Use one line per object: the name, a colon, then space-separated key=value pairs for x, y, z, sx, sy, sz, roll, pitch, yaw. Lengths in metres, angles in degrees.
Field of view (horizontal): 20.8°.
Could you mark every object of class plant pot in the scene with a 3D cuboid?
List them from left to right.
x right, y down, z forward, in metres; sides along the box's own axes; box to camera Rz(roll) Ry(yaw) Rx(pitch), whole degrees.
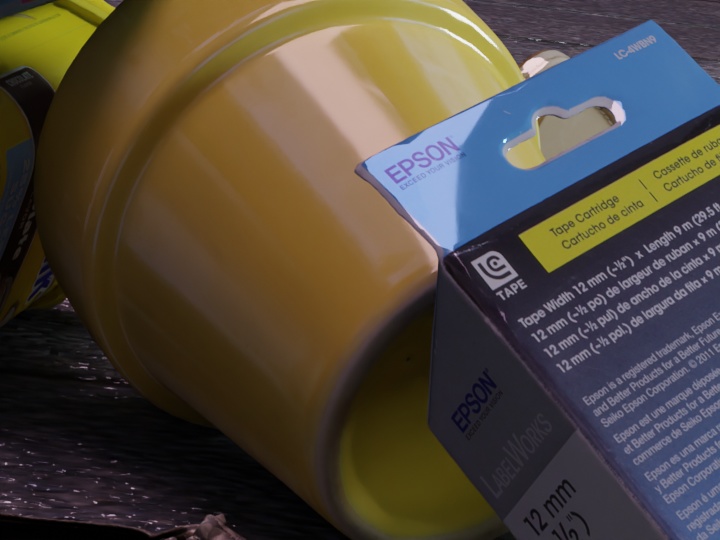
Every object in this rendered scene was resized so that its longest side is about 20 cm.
plant pot: x=0.000 y=0.000 z=0.736 sx=0.199 sy=0.202 sz=0.189 roll=-2 pitch=34 yaw=-30

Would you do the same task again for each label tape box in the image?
label tape box: x=0.100 y=0.031 z=0.617 sx=0.143 sy=0.066 sz=0.200 roll=-27 pitch=69 yaw=-35

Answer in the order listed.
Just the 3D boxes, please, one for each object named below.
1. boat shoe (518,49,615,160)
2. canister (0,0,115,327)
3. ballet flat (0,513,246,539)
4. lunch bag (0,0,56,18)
boat shoe: x=0.116 y=-0.021 z=0.892 sx=0.069 sy=0.074 sz=0.200 roll=35 pitch=-13 yaw=39
canister: x=-0.168 y=-0.032 z=0.826 sx=0.086 sy=0.149 sz=0.200 roll=29 pitch=21 yaw=5
ballet flat: x=-0.118 y=0.086 z=0.609 sx=0.198 sy=0.047 sz=0.067 roll=10 pitch=15 yaw=12
lunch bag: x=-0.130 y=-0.147 z=0.786 sx=0.159 sy=0.078 sz=0.200 roll=-14 pitch=12 yaw=22
